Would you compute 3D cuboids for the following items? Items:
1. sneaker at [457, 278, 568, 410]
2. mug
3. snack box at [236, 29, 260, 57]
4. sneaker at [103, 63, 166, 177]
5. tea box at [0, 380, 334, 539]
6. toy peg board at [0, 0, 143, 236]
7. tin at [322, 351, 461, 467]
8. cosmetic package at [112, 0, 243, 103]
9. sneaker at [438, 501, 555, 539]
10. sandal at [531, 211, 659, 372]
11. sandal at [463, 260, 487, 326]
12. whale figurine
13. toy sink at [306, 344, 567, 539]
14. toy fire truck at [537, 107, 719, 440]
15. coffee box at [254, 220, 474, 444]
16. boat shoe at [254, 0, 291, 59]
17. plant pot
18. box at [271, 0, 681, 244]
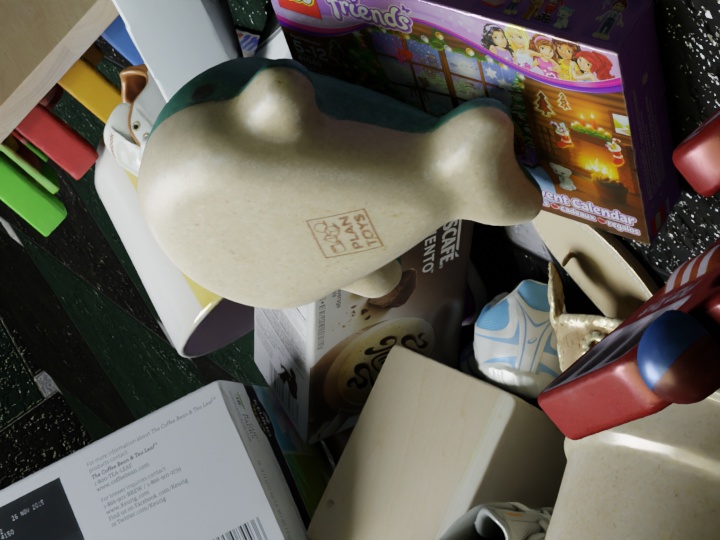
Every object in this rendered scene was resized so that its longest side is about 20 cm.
[{"bbox_3d":[0.102,0.045,1.220,0.071,0.073,0.200,21,174,1],"label":"sneaker"},{"bbox_3d":[-0.093,-0.057,1.348,0.154,0.186,0.149,53,-160,12],"label":"mug"},{"bbox_3d":[-0.051,-0.120,1.311,0.200,0.024,0.072,25,150,57],"label":"snack box"},{"bbox_3d":[-0.109,-0.057,1.182,0.201,0.084,0.073,-107,15,-49],"label":"sneaker"},{"bbox_3d":[-0.121,0.173,1.252,0.135,0.199,0.197,65,-170,10],"label":"tea box"},{"bbox_3d":[-0.216,-0.137,1.372,0.098,0.199,0.200,41,-174,-31],"label":"toy peg board"},{"bbox_3d":[0.020,0.080,1.360,0.042,0.111,0.200,62,180,-9],"label":"tin"},{"bbox_3d":[-0.121,-0.189,1.163,0.201,0.051,0.151,-108,-4,-49],"label":"cosmetic package"},{"bbox_3d":[0.100,0.159,1.090,0.076,0.199,0.093,34,140,41],"label":"sneaker"},{"bbox_3d":[0.145,0.052,1.082,0.212,0.070,0.078,48,164,10],"label":"sandal"},{"bbox_3d":[0.028,0.012,1.344,0.083,0.050,0.202,54,163,-13],"label":"sandal"},{"bbox_3d":[-0.010,-0.055,0.971,0.198,0.104,0.160,-9,137,21],"label":"whale figurine"},{"bbox_3d":[0.080,0.147,1.221,0.112,0.131,0.200,22,175,41],"label":"toy sink"},{"bbox_3d":[0.159,0.000,0.750,0.112,0.168,0.200,50,164,-1],"label":"toy fire truck"},{"bbox_3d":[0.000,0.000,1.192,0.080,0.112,0.201,54,155,34],"label":"coffee box"},{"bbox_3d":[-0.014,-0.145,1.091,0.200,0.068,0.057,160,114,-65],"label":"boat shoe"},{"bbox_3d":[0.161,0.175,0.996,0.199,0.185,0.201,25,162,9],"label":"plant pot"},{"bbox_3d":[0.054,-0.095,0.957,0.199,0.039,0.137,19,150,28],"label":"box"}]
